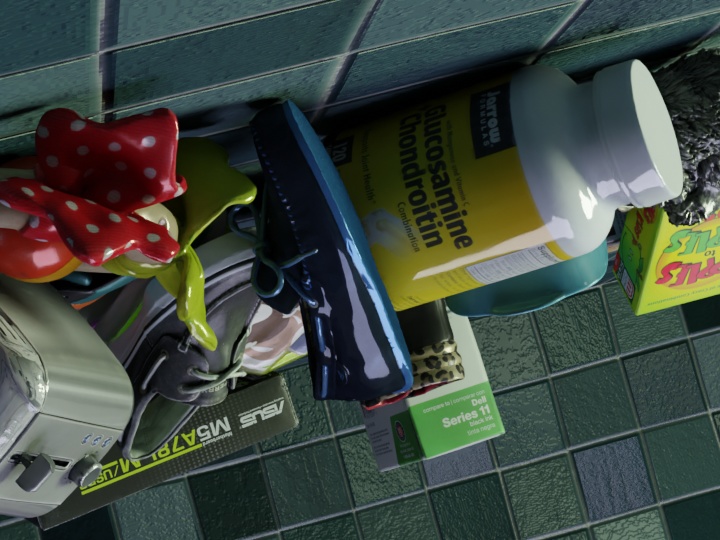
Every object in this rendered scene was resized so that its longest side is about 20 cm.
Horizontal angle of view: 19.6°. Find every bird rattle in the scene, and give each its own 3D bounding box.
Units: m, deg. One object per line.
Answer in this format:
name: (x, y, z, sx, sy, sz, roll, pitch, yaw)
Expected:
bird rattle: (-0.142, -0.019, 1.030, 0.162, 0.113, 0.200, 0, 177, 20)

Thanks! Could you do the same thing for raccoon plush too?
raccoon plush: (0.184, -0.110, 1.262, 0.133, 0.097, 0.200, 7, 132, -40)

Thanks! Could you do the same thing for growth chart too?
growth chart: (-0.071, 0.026, 1.304, 0.199, 0.018, 0.145, -1, 146, -26)

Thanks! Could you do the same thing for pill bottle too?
pill bottle: (0.077, -0.052, 1.195, 0.199, 0.113, 0.112, -18, 174, 21)

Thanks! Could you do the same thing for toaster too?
toaster: (-0.221, 0.042, 1.098, 0.114, 0.200, 0.129, -47, 166, 6)

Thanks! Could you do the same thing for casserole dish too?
casserole dish: (0.115, -0.027, 1.508, 0.120, 0.039, 0.200, -13, -158, 9)

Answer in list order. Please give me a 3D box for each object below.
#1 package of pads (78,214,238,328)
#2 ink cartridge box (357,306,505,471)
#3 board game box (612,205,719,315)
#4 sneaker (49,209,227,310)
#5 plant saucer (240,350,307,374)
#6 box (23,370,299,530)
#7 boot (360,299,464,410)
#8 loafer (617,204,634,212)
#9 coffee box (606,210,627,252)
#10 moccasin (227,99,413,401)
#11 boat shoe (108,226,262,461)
package of pads: (-0.179, 0.013, 1.365, 0.199, 0.069, 0.154, -17, 174, 9)
ink cartridge box: (0.040, 0.064, 1.811, 0.083, 0.201, 0.147, -17, 176, -16)
board game box: (0.252, -0.055, 1.516, 0.101, 0.048, 0.201, -14, 145, -14)
sneaker: (-0.177, -0.007, 1.196, 0.199, 0.072, 0.080, -26, 171, 18)
plant saucer: (0.000, 0.000, 1.420, 0.199, 0.048, 0.200, -23, 166, -50)
box: (-0.166, 0.116, 1.469, 0.192, 0.048, 0.200, -24, -169, -21)
boot: (-0.007, 0.032, 1.604, 0.199, 0.151, 0.073, -20, 173, 38)
loafer: (0.161, -0.072, 1.429, 0.073, 0.071, 0.200, -11, 175, -37)
coffee box: (0.144, -0.041, 1.659, 0.199, 0.080, 0.114, -18, 174, 18)
moccasin: (-0.027, 0.003, 1.127, 0.068, 0.201, 0.081, -18, -147, 5)
boat shoe: (-0.096, 0.047, 1.226, 0.072, 0.071, 0.200, -13, 157, -36)
